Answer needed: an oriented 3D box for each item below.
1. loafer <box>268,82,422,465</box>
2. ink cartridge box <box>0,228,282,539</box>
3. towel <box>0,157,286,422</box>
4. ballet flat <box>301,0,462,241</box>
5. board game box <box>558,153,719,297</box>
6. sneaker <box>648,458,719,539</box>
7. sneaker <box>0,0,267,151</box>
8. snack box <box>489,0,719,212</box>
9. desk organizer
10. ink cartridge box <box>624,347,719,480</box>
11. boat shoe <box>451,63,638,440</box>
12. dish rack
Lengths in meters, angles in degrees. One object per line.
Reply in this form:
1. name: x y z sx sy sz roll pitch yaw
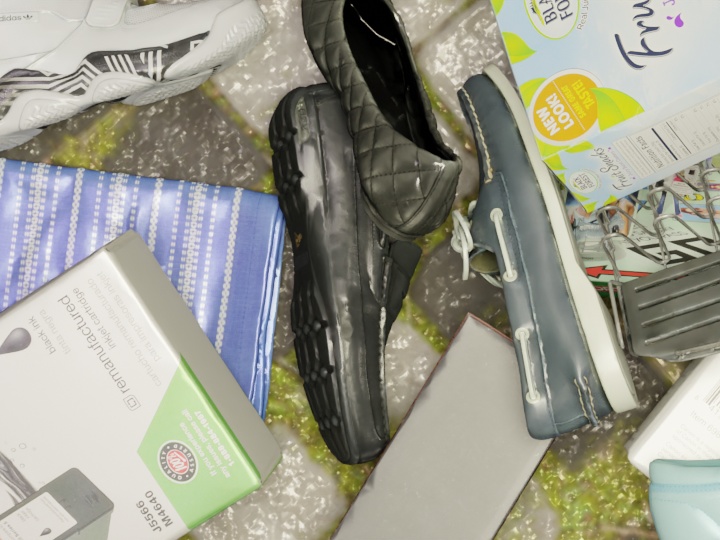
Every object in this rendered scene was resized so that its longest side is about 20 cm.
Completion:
1. loafer: 0.000 0.000 1.490 0.070 0.068 0.201 -4 83 -19
2. ink cartridge box: -0.164 0.095 1.469 0.200 0.084 0.146 -33 94 10
3. towel: -0.143 0.018 1.521 0.200 0.024 0.145 7 87 3
4. ballet flat: 0.016 -0.099 1.461 0.057 0.066 0.200 -48 43 32
5. board game box: 0.189 -0.049 1.448 0.200 0.029 0.135 4 73 28
6. sneaker: 0.234 0.088 1.390 0.200 0.074 0.082 -21 90 1
7. sneaker: -0.156 -0.137 1.501 0.200 0.075 0.115 -18 87 2
8. snack box: 0.165 -0.146 1.381 0.200 0.068 0.169 -26 56 16
9. desk organizer: 0.035 0.126 1.480 0.072 0.077 0.200 32 90 4
10. ink cartridge box: 0.252 0.062 1.468 0.146 0.085 0.200 39 92 4
11. boat shoe: 0.079 -0.010 1.431 0.062 0.075 0.200 -22 70 6
12. dish rack: 0.174 -0.057 1.402 0.153 0.055 0.200 -21 55 19
